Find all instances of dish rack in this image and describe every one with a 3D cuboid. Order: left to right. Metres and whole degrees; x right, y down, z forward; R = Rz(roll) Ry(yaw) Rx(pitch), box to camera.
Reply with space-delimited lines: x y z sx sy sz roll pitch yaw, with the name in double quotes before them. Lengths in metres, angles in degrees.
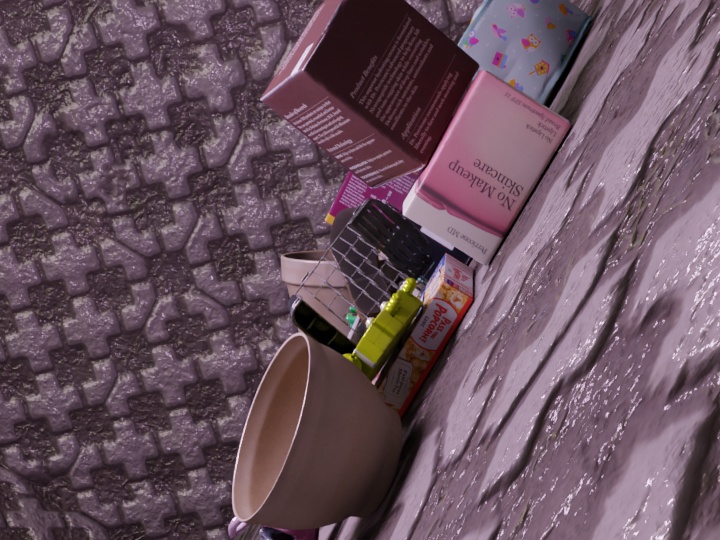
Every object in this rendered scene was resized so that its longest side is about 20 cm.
"dish rack" 0.009 0.017 1.329 0.201 0.153 0.054 -52 29 -4

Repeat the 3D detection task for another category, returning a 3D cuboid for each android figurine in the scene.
"android figurine" 0.013 0.096 1.228 0.182 0.041 0.202 -44 -14 -56

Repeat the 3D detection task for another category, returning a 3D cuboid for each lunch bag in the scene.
"lunch bag" 0.244 -0.349 1.605 0.202 0.169 0.122 -57 2 -24

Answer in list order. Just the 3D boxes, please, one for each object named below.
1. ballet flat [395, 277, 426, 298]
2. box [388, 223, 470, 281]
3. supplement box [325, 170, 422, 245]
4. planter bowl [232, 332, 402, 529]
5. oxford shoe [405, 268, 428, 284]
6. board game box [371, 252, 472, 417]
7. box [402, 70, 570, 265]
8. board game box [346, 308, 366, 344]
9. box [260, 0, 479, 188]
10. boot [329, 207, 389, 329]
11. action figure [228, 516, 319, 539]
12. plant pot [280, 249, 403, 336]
"ballet flat" 0.066 0.072 1.464 0.073 0.071 0.200 -60 -7 -18
"box" 0.142 -0.107 1.517 0.199 0.116 0.200 -59 0 23
"supplement box" 0.042 -0.153 1.537 0.202 0.102 0.132 -61 1 38
"planter bowl" -0.038 0.185 1.088 0.201 0.133 0.202 -55 22 35
"oxford shoe" 0.103 0.010 1.591 0.200 0.074 0.059 -63 -17 -69
"board game box" 0.074 0.089 1.306 0.202 0.046 0.152 -60 2 16
"box" 0.153 -0.130 1.275 0.202 0.126 0.109 -60 2 11
"board game box" -0.021 0.179 1.464 0.201 0.025 0.204 -64 -25 -63
"box" 0.011 -0.241 1.320 0.168 0.199 0.164 -59 17 -17
"boot" 0.000 0.000 1.467 0.076 0.072 0.203 80 177 -54
"action figure" -0.073 0.264 1.295 0.134 0.146 0.203 110 175 -64
"plant pot" -0.025 0.062 1.605 0.200 0.195 0.178 -72 -20 -84
